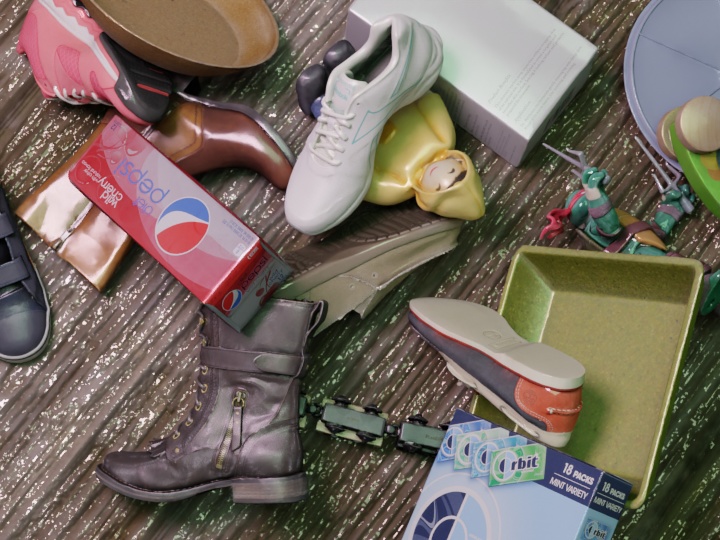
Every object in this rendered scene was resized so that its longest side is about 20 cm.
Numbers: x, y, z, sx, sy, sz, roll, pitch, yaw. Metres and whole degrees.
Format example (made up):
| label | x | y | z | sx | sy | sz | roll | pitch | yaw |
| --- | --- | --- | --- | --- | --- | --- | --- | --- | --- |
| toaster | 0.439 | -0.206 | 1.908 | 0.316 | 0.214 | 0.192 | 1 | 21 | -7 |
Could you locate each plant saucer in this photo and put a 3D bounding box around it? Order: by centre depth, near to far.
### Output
| label | x | y | z | sx | sy | sz | roll | pitch | yaw |
| --- | --- | --- | --- | --- | --- | --- | --- | --- | --- |
| plant saucer | 0.188 | 0.087 | 1.317 | 0.048 | 0.199 | 0.202 | 25 | 77 | -41 |
| plant saucer | -0.166 | -0.227 | 1.386 | 0.199 | 0.036 | 0.201 | 23 | 34 | -16 |

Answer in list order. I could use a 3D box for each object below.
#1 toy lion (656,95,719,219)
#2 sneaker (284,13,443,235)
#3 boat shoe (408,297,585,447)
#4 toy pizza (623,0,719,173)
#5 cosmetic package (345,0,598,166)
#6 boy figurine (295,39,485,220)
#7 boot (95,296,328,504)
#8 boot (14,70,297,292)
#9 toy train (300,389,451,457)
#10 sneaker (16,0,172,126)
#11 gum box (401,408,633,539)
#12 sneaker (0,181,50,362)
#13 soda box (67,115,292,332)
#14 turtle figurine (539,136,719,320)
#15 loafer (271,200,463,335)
| label | x | y | z | sx | sy | sz | roll | pitch | yaw |
| --- | --- | --- | --- | --- | --- | --- | --- | --- | --- |
| toy lion | 0.384 | -0.100 | 1.387 | 0.199 | 0.069 | 0.193 | -33 | 91 | -11 |
| sneaker | -0.011 | -0.124 | 1.314 | 0.070 | 0.080 | 0.201 | 33 | 96 | 26 |
| boat shoe | 0.106 | 0.077 | 1.321 | 0.071 | 0.199 | 0.063 | -12 | 118 | -36 |
| toy pizza | 0.330 | -0.169 | 1.438 | 0.198 | 0.032 | 0.203 | 1 | 78 | -6 |
| cosmetic package | 0.095 | -0.199 | 1.415 | 0.199 | 0.081 | 0.113 | 38 | 78 | 8 |
| boy figurine | 0.027 | -0.106 | 1.371 | 0.124 | 0.065 | 0.200 | -39 | 60 | -9 |
| boot | -0.121 | 0.097 | 1.306 | 0.198 | 0.069 | 0.176 | 0 | 92 | 13 |
| boot | -0.169 | -0.068 | 1.379 | 0.188 | 0.069 | 0.201 | 36 | 79 | 6 |
| toy train | -0.011 | 0.126 | 1.350 | 0.198 | 0.046 | 0.034 | 13 | 75 | 0 |
| sneaker | -0.232 | -0.169 | 1.381 | 0.087 | 0.073 | 0.200 | -53 | 52 | 15 |
| gum box | 0.104 | 0.229 | 1.259 | 0.044 | 0.169 | 0.202 | 25 | 86 | -39 |
| sneaker | -0.322 | -0.020 | 1.357 | 0.078 | 0.079 | 0.202 | -23 | 80 | -8 |
| soda box | -0.147 | -0.040 | 1.287 | 0.070 | 0.063 | 0.200 | -49 | 57 | -3 |
| turtle figurine | 0.240 | -0.034 | 1.372 | 0.200 | 0.149 | 0.101 | 42 | 121 | 28 |
| loafer | 0.000 | 0.000 | 1.369 | 0.198 | 0.076 | 0.069 | -23 | 117 | -17 |
